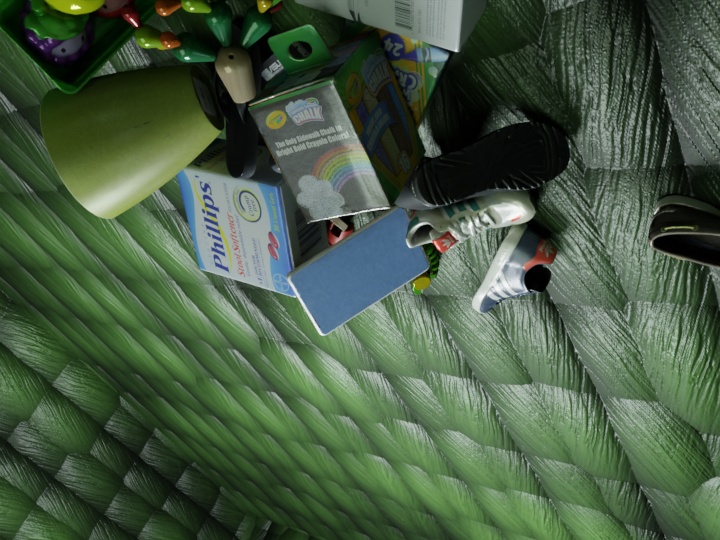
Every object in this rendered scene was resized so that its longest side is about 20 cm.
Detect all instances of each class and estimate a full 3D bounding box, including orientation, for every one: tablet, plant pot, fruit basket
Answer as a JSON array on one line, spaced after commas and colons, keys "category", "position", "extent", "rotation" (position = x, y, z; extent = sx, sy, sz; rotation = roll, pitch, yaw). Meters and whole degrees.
[{"category": "tablet", "position": [0.000, 0.000, 1.109], "extent": [0.131, 0.198, 0.014], "rotation": [61, 174, -37]}, {"category": "plant pot", "position": [-0.293, -0.195, 1.036], "extent": [0.197, 0.189, 0.188], "rotation": [-20, 133, 11]}, {"category": "fruit basket", "position": [-0.350, -0.345, 0.953], "extent": [0.213, 0.218, 0.156], "rotation": [-6, 135, 47]}]

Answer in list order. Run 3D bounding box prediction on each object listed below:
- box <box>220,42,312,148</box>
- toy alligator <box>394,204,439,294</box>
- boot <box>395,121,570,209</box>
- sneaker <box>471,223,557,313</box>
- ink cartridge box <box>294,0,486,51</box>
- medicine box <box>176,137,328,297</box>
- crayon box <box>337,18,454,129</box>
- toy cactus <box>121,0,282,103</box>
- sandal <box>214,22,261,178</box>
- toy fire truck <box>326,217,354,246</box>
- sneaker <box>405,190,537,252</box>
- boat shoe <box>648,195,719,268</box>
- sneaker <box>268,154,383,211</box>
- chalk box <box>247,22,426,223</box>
[{"category": "box", "position": [-0.091, -0.225, 1.056], "extent": [0.160, 0.044, 0.199], "rotation": [44, 149, -22]}, {"category": "toy alligator", "position": [0.089, -0.037, 1.171], "extent": [0.053, 0.060, 0.202], "rotation": [-20, 135, -1]}, {"category": "boot", "position": [0.139, -0.127, 0.948], "extent": [0.168, 0.196, 0.078], "rotation": [-146, 39, -80]}, {"category": "sneaker", "position": [0.223, 0.016, 1.097], "extent": [0.084, 0.075, 0.201], "rotation": [30, 151, 10]}, {"category": "ink cartridge box", "position": [0.027, -0.324, 0.754], "extent": [0.197, 0.084, 0.146], "rotation": [22, 149, 17]}, {"category": "medicine box", "position": [-0.157, -0.082, 1.132], "extent": [0.197, 0.103, 0.185], "rotation": [13, 127, 29]}, {"category": "crayon box", "position": [0.021, -0.213, 0.908], "extent": [0.124, 0.052, 0.201], "rotation": [29, 135, 3]}, {"category": "toy cactus", "position": [-0.171, -0.286, 0.916], "extent": [0.102, 0.198, 0.167], "rotation": [43, 156, 50]}, {"category": "sandal", "position": [-0.164, -0.225, 0.998], "extent": [0.042, 0.205, 0.075], "rotation": [-4, -175, -36]}, {"category": "toy fire truck", "position": [-0.088, -0.070, 1.235], "extent": [0.174, 0.130, 0.202], "rotation": [25, 133, 1]}, {"category": "sneaker", "position": [0.145, -0.063, 1.032], "extent": [0.197, 0.094, 0.071], "rotation": [0, 140, 43]}, {"category": "boat shoe", "position": [0.428, -0.026, 0.858], "extent": [0.197, 0.060, 0.072], "rotation": [20, 149, 20]}, {"category": "sneaker", "position": [-0.032, -0.120, 1.010], "extent": [0.198, 0.089, 0.074], "rotation": [-5, 173, -44]}, {"category": "chalk box", "position": [-0.031, -0.177, 0.845], "extent": [0.122, 0.124, 0.202], "rotation": [-7, 122, 33]}]
